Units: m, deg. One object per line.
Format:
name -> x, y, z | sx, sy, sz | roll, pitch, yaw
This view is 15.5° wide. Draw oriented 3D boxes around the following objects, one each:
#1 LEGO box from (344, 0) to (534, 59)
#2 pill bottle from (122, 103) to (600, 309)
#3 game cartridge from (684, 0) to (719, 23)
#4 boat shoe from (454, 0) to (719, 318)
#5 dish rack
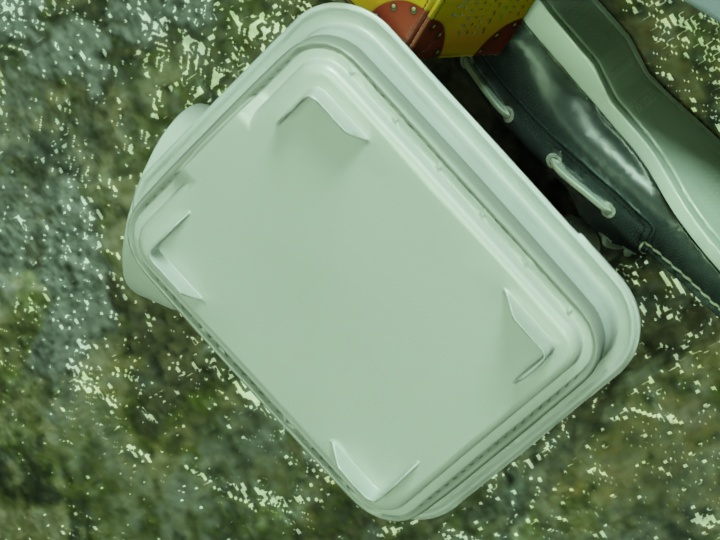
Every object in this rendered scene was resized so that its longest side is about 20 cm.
LEGO box -> 0.039, -0.211, 1.106 | 0.149, 0.077, 0.201 | 46, 120, 24
pill bottle -> 0.000, 0.000, 1.209 | 0.199, 0.116, 0.117 | 21, 116, 15
game cartridge -> 0.195, -0.148, 1.073 | 0.199, 0.041, 0.134 | 30, 116, -14
boat shoe -> 0.119, -0.045, 1.169 | 0.060, 0.075, 0.200 | -43, 77, 31
dish rack -> 0.000, 0.007, 1.118 | 0.200, 0.044, 0.172 | 48, 124, 0
